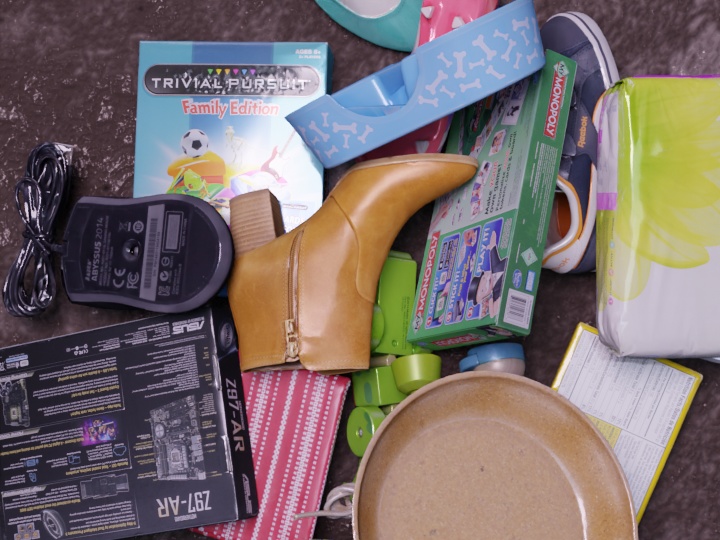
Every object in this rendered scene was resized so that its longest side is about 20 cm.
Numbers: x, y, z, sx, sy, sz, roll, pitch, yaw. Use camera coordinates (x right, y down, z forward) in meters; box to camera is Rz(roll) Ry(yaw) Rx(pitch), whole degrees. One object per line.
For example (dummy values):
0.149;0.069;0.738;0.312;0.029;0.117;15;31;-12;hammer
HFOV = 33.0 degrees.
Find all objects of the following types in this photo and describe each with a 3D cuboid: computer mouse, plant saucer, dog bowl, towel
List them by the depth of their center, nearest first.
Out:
0.085;0.167;0.797;0.200;0.035;0.201;6;70;-17;plant saucer
0.040;-0.127;0.848;0.200;0.111;0.050;-21;99;32;dog bowl
-0.172;-0.019;0.916;0.200;0.053;0.139;9;87;25;computer mouse
-0.115;0.129;0.938;0.200;0.022;0.145;12;87;18;towel

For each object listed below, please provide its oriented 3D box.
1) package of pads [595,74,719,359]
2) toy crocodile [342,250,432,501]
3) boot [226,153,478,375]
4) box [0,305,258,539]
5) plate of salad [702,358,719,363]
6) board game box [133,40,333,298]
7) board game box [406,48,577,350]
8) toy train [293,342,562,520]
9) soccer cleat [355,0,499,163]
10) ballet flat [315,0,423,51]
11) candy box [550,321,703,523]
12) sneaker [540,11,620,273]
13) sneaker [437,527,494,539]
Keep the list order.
0.244;-0.038;0.860;0.154;0.068;0.201;-1;94;-2;package of pads
0.017;0.083;0.935;0.067;0.062;0.201;3;83;-34;toy crocodile
-0.001;0.000;0.886;0.201;0.071;0.144;-12;79;13;boot
-0.185;0.124;0.926;0.200;0.044;0.161;-13;79;15;box
0.291;-0.028;0.923;0.200;0.048;0.201;1;95;12;plate of salad
-0.101;-0.078;0.959;0.151;0.047;0.201;1;87;5;board game box
0.093;-0.046;0.880;0.029;0.135;0.200;17;76;-20;board game box
0.042;0.112;0.872;0.200;0.085;0.116;-1;68;-21;toy train
0.058;-0.143;0.941;0.067;0.076;0.200;29;109;25;soccer cleat
-0.021;-0.243;0.951;0.200;0.070;0.067;38;87;6;ballet flat
0.174;0.151;0.931;0.102;0.026;0.200;24;89;5;candy box
0.149;-0.097;0.913;0.079;0.078;0.201;-5;86;-30;sneaker
0.097;0.206;0.868;0.200;0.085;0.078;13;113;-14;sneaker
